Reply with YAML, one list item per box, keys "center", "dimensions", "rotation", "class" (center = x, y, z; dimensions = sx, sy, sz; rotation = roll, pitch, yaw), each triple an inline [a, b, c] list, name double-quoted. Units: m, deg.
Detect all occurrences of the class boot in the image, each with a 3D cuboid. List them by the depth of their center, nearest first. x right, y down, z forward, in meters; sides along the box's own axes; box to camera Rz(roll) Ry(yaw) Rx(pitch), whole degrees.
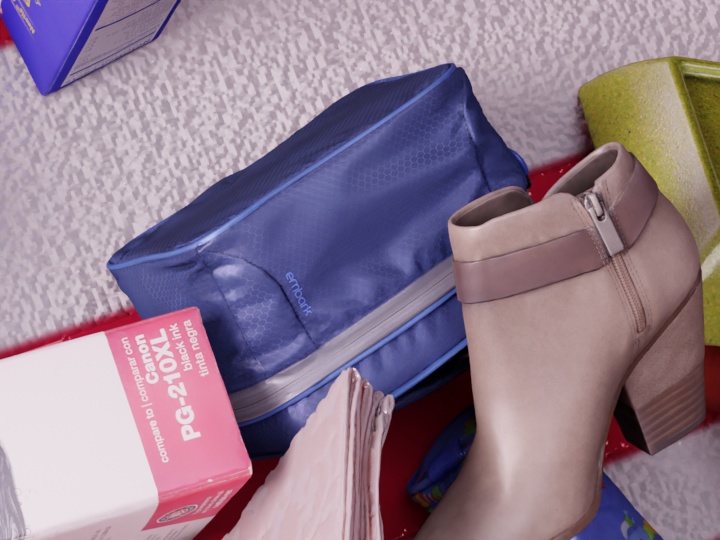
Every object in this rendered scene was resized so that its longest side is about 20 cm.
- center: [0.073, 0.040, 1.274]
  dimensions: [0.200, 0.070, 0.147]
  rotation: [-34, 115, -25]
  class: "boot"

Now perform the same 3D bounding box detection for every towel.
- center: [-0.038, 0.171, 1.221]
  dimensions: [0.032, 0.200, 0.192]
  rotation: [20, 43, -16]
  class: "towel"

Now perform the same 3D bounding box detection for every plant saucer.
- center: [0.223, -0.039, 1.414]
  dimensions: [0.199, 0.048, 0.200]
  rotation: [6, 39, -14]
  class: "plant saucer"

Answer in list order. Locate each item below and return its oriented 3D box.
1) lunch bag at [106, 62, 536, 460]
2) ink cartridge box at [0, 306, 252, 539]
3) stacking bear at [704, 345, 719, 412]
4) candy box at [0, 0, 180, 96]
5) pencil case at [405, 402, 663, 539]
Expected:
- center: [0.000, 0.000, 1.342]
  dimensions: [0.200, 0.136, 0.133]
  rotation: [-34, 101, -21]
  class: "lunch bag"
- center: [-0.166, 0.096, 1.263]
  dimensions: [0.199, 0.145, 0.085]
  rotation: [-15, 77, -20]
  class: "ink cartridge box"
- center: [0.237, 0.074, 1.407]
  dimensions: [0.200, 0.114, 0.121]
  rotation: [41, 45, 9]
  class: "stacking bear"
- center: [-0.140, -0.198, 1.329]
  dimensions: [0.077, 0.200, 0.170]
  rotation: [-26, 83, -23]
  class: "candy box"
- center: [0.111, 0.147, 1.361]
  dimensions: [0.200, 0.078, 0.087]
  rotation: [47, 24, 2]
  class: "pencil case"
